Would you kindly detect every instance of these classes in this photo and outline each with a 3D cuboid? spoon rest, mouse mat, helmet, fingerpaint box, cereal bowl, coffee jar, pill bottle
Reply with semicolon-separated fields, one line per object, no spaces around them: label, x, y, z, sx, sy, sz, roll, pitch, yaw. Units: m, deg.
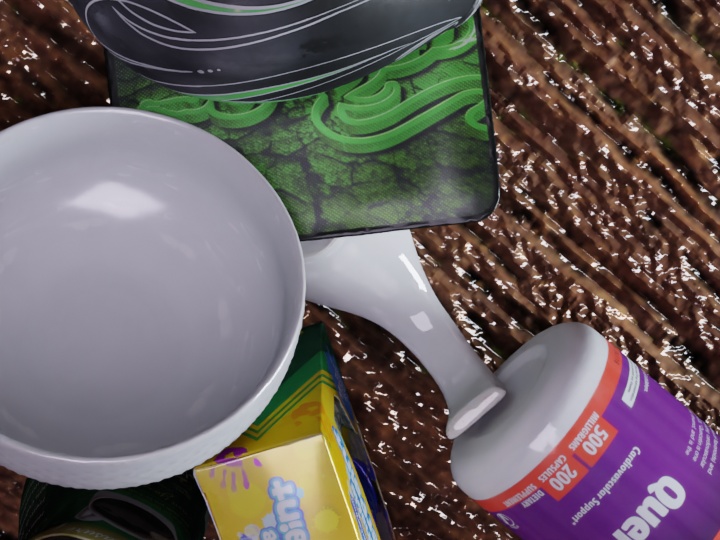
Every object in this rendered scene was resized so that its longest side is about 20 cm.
spoon rest;0.000;0.000;1.282;0.099;0.061;0.200;-40;91;10
mouse mat;-0.033;-0.095;1.244;0.199;0.008;0.162;-7;91;1
helmet;-0.051;-0.171;1.143;0.190;0.200;0.201;-12;110;-22
fingerpaint box;-0.021;0.151;1.267;0.073;0.167;0.201;-16;107;5
cereal bowl;-0.129;0.022;1.188;0.199;0.201;0.083;8;151;-4
coffee jar;-0.135;0.157;1.248;0.104;0.200;0.086;26;106;-9
pill bottle;0.153;0.127;1.289;0.200;0.112;0.112;39;104;-12

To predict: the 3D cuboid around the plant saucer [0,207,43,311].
plant saucer;-0.264;0.000;1.243;0.199;0.032;0.201;0;85;0
